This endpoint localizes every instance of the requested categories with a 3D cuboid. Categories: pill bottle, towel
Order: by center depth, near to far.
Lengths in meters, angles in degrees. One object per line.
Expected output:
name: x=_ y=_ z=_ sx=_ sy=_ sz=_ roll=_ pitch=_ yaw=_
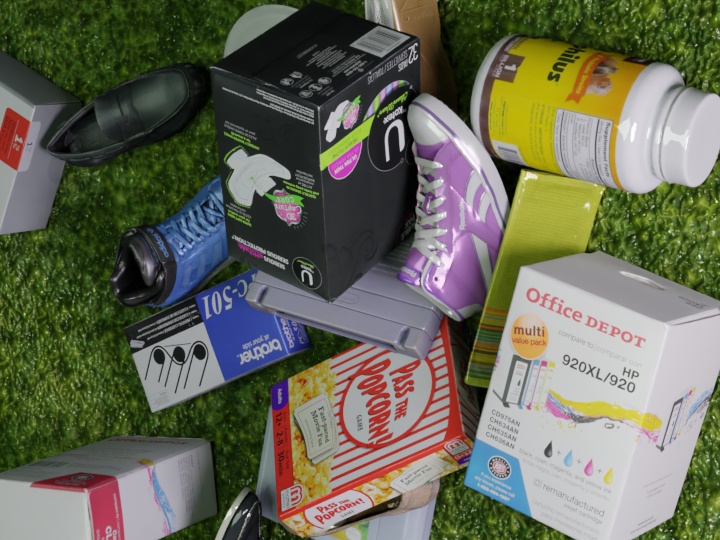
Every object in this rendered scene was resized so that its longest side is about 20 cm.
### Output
pill bottle: x=0.199 y=-0.130 z=1.410 sx=0.198 sy=0.109 sz=0.111 roll=17 pitch=105 yaw=31
towel: x=0.153 y=0.013 z=1.478 sx=0.018 sy=0.085 sz=0.202 roll=-137 pitch=57 yaw=-60

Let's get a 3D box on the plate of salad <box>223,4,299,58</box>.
plate of salad: x=-0.051 y=-0.163 z=1.604 sx=0.199 sy=0.048 sz=0.202 roll=24 pitch=132 yaw=30

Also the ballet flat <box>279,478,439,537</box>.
ballet flat: x=-0.018 y=0.213 z=1.587 sx=0.199 sy=0.067 sz=0.069 roll=-23 pitch=83 yaw=34

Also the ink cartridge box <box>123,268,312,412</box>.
ink cartridge box: x=-0.148 y=0.069 z=1.713 sx=0.199 sy=0.044 sz=0.095 roll=-24 pitch=84 yaw=34

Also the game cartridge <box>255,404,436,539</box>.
game cartridge: x=-0.016 y=0.205 z=1.647 sx=0.198 sy=0.040 sz=0.135 roll=18 pitch=102 yaw=31

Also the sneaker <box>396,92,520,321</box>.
sneaker: x=0.069 y=-0.046 z=1.460 sx=0.202 sy=0.114 sz=0.073 roll=62 pitch=165 yaw=-21

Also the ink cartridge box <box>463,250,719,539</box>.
ink cartridge box: x=0.202 y=0.104 z=1.416 sx=0.146 sy=0.144 sz=0.202 roll=23 pitch=108 yaw=31

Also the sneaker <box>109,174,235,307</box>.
sneaker: x=-0.174 y=-0.032 z=1.678 sx=0.200 sy=0.111 sz=0.077 roll=-42 pitch=73 yaw=30

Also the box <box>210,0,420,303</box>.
box: x=-0.034 y=-0.105 z=1.474 sx=0.123 sy=0.148 sz=0.202 roll=24 pitch=133 yaw=30

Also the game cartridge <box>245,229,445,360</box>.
game cartridge: x=0.000 y=0.000 z=1.573 sx=0.198 sy=0.038 sz=0.131 roll=15 pitch=67 yaw=32

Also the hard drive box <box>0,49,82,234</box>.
hard drive box: x=-0.417 y=-0.157 z=1.850 sx=0.199 sy=0.076 sz=0.157 roll=31 pitch=113 yaw=27

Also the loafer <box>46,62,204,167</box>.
loafer: x=-0.243 y=-0.157 z=1.734 sx=0.199 sy=0.070 sz=0.069 roll=-24 pitch=83 yaw=34

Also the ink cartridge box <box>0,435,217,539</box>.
ink cartridge box: x=-0.262 y=0.233 z=1.718 sx=0.146 sy=0.199 sz=0.087 roll=-1 pitch=97 yaw=34

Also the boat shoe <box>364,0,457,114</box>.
boat shoe: x=0.039 y=-0.187 z=1.543 sx=0.069 sy=0.070 sz=0.203 roll=8 pitch=107 yaw=53

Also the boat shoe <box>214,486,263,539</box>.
boat shoe: x=-0.115 y=0.305 z=1.692 sx=0.066 sy=0.074 sz=0.201 roll=25 pitch=122 yaw=15

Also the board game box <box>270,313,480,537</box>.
board game box: x=0.013 y=0.138 z=1.539 sx=0.199 sy=0.046 sz=0.153 roll=-27 pitch=44 yaw=20
